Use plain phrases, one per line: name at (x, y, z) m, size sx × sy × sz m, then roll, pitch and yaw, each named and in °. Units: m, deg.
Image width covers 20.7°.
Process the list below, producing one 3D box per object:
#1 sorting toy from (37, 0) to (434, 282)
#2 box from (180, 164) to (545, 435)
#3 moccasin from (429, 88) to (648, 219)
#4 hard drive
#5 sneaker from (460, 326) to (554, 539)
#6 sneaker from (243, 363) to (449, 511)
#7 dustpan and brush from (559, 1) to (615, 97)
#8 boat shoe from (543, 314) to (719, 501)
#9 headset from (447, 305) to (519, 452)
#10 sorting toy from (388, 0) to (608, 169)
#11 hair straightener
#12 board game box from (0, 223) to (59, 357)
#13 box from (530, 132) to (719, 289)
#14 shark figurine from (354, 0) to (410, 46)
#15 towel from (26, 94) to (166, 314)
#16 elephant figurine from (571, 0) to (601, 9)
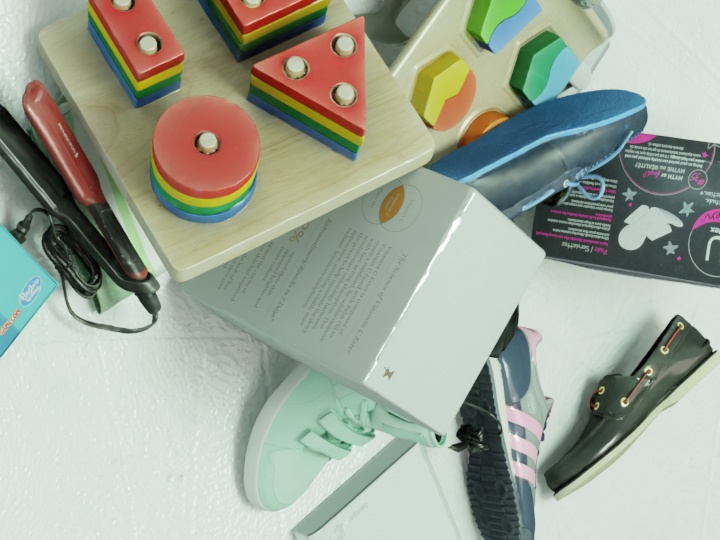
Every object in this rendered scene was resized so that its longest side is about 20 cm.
sorting toy at (-0.080, -0.127, 1.292) m, size 0.199 × 0.070 × 0.199 m, roll -27°, pitch 73°, yaw -18°
box at (0.000, 0.000, 1.384) m, size 0.106 × 0.200 × 0.153 m, roll 36°, pitch 82°, yaw -48°
moccasin at (0.135, -0.081, 1.513) m, size 0.199 × 0.080 × 0.069 m, roll -23°, pitch 118°, yaw -20°
hard drive at (0.032, 0.250, 1.590) m, size 0.132 × 0.026 × 0.201 m, roll -39°, pitch 121°, yaw -30°
sneaker at (0.132, 0.142, 1.629) m, size 0.082 × 0.070 × 0.201 m, roll -19°, pitch 111°, yaw -33°
sneaker at (-0.002, 0.116, 1.448) m, size 0.074 × 0.118 × 0.201 m, roll 19°, pitch 107°, yaw -53°
dustpan and brush at (0.141, -0.194, 1.583) m, size 0.200 × 0.057 × 0.140 m, roll 45°, pitch 70°, yaw -36°
boat shoe at (0.229, 0.121, 1.720) m, size 0.201 × 0.074 × 0.063 m, roll -42°, pitch 84°, yaw -16°
headset at (0.066, 0.044, 1.537) m, size 0.123 × 0.094 × 0.201 m, roll -16°, pitch 91°, yaw -2°
sorting toy at (0.098, -0.146, 1.504) m, size 0.200 × 0.036 × 0.185 m, roll -51°, pitch 142°, yaw -2°
hair straightener at (-0.198, -0.032, 1.322) m, size 0.200 × 0.077 × 0.041 m, roll 58°, pitch 24°, yaw -31°
board game box at (-0.305, 0.000, 1.237) m, size 0.151 × 0.047 × 0.200 m, roll -54°, pitch 127°, yaw -20°
box at (0.258, -0.048, 1.603) m, size 0.132 × 0.199 × 0.115 m, roll 5°, pitch 95°, yaw -58°
shark figurine at (0.045, -0.268, 1.495) m, size 0.089 × 0.128 × 0.215 m, roll 35°, pitch 101°, yaw -8°
towel at (-0.132, -0.083, 1.390) m, size 0.200 × 0.023 × 0.153 m, roll -35°, pitch 120°, yaw -32°
elephant figurine at (0.091, -0.269, 1.366) m, size 0.199 × 0.142 × 0.156 m, roll 18°, pitch 73°, yaw -5°
